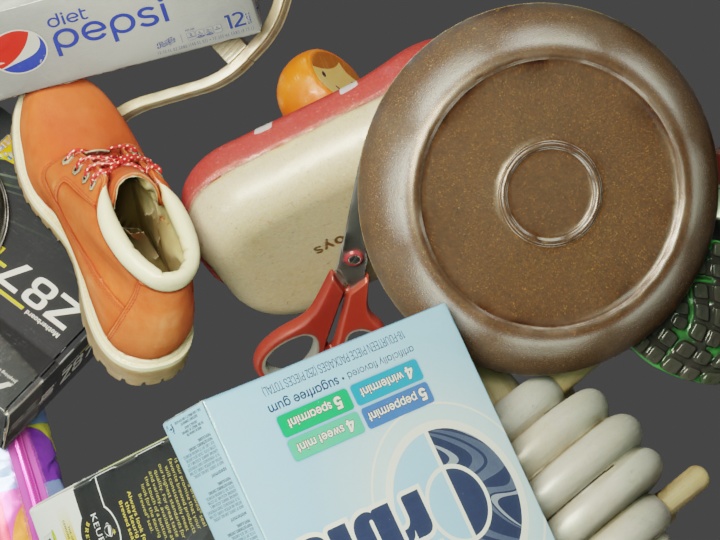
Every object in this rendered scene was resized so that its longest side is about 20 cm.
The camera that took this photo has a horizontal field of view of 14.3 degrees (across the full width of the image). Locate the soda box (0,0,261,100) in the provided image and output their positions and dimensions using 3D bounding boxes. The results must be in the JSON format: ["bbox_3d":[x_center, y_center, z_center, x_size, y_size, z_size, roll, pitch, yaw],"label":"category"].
[{"bbox_3d":[-0.161,-0.154,1.627,0.199,0.068,0.064,-15,47,3],"label":"soda box"}]

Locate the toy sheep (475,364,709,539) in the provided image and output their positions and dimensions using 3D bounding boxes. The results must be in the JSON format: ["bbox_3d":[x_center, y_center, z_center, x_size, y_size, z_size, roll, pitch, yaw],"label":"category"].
[{"bbox_3d":[0.112,0.127,1.580,0.138,0.138,0.200,-44,76,5],"label":"toy sheep"}]

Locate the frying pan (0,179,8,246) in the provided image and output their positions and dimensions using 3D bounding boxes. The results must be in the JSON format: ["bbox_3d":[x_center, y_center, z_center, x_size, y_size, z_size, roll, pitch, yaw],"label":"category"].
[{"bbox_3d":[-0.230,-0.059,1.638,0.115,0.031,0.190,43,61,14],"label":"frying pan"}]

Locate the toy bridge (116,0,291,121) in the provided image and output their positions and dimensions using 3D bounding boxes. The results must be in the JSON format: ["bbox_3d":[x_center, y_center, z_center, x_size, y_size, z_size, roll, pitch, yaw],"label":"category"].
[{"bbox_3d":[-0.089,-0.144,1.684,0.200,0.027,0.067,-45,81,6],"label":"toy bridge"}]

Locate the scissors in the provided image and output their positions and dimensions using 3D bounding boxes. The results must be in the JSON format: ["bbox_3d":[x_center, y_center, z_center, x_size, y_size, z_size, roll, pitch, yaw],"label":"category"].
[{"bbox_3d":[0.000,0.000,1.601,0.073,0.014,0.200,12,128,-19],"label":"scissors"}]

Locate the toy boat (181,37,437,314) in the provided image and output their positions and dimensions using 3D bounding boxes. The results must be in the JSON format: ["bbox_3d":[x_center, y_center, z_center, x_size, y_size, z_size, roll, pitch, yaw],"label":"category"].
[{"bbox_3d":[-0.010,-0.073,1.632,0.200,0.131,0.131,-25,53,8],"label":"toy boat"}]

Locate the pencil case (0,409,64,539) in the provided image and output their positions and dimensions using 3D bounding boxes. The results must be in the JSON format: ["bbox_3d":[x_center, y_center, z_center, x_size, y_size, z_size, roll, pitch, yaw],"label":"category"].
[{"bbox_3d":[-0.194,0.158,1.656,0.088,0.088,0.201,-20,83,9],"label":"pencil case"}]

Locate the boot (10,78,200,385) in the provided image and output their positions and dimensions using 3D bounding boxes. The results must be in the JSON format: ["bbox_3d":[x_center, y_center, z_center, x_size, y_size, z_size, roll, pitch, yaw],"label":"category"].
[{"bbox_3d":[-0.138,-0.047,1.604,0.075,0.107,0.200,-16,62,-20],"label":"boot"}]

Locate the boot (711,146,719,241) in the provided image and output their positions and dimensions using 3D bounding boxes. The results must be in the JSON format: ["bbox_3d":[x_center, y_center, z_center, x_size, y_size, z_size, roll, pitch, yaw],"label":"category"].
[{"bbox_3d":[0.235,-0.083,1.608,0.199,0.072,0.145,-3,69,20],"label":"boot"}]

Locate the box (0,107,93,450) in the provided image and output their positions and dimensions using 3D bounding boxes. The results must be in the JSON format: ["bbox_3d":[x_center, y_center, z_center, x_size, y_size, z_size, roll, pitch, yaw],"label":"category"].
[{"bbox_3d":[-0.230,-0.015,1.653,0.200,0.049,0.161,36,59,11],"label":"box"}]

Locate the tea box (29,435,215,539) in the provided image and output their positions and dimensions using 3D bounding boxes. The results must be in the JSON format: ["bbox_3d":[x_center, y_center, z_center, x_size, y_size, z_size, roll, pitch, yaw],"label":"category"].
[{"bbox_3d":[-0.047,0.179,1.561,0.197,0.133,0.201,-27,81,45],"label":"tea box"}]

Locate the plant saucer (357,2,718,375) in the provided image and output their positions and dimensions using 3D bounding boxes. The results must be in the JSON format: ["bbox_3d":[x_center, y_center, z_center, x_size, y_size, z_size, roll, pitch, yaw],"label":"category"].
[{"bbox_3d":[0.099,-0.042,1.532,0.199,0.032,0.201,-1,96,-9],"label":"plant saucer"}]

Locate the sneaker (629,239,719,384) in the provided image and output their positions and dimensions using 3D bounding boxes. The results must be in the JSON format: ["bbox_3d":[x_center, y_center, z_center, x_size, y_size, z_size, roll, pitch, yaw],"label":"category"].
[{"bbox_3d":[0.147,0.004,1.603,0.199,0.085,0.078,20,94,-9],"label":"sneaker"}]

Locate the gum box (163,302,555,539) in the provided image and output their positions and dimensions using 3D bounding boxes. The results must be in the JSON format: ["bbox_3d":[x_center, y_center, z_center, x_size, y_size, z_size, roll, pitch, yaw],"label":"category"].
[{"bbox_3d":[0.015,0.136,1.461,0.045,0.170,0.201,-30,83,51],"label":"gum box"}]
